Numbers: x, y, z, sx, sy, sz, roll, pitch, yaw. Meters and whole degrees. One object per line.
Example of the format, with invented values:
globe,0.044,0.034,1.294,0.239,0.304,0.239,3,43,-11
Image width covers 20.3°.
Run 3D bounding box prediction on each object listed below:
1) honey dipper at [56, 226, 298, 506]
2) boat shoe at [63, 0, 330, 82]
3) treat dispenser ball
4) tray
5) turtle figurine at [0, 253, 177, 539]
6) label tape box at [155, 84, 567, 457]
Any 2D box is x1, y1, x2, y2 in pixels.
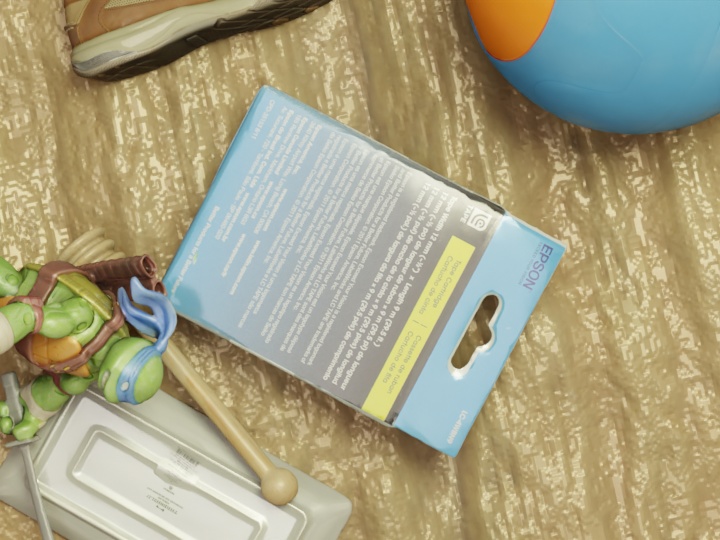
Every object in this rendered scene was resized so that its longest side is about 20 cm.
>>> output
honey dipper,-0.106,0.060,1.193,0.038,0.038,0.200,-40,85,2
boat shoe,-0.085,-0.175,1.184,0.200,0.076,0.072,-19,86,1
treat dispenser ball,0.152,-0.176,1.105,0.201,0.201,0.201,0,89,3
tray,-0.115,0.137,1.205,0.200,0.022,0.107,29,90,3
turtle figurine,-0.220,0.049,1.137,0.194,0.144,0.200,38,105,25
label tape box,0.000,0.000,1.180,0.200,0.066,0.143,28,92,1
